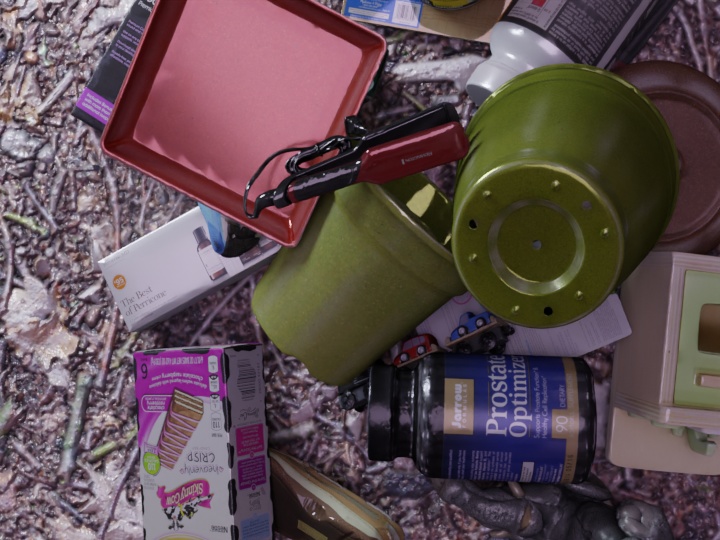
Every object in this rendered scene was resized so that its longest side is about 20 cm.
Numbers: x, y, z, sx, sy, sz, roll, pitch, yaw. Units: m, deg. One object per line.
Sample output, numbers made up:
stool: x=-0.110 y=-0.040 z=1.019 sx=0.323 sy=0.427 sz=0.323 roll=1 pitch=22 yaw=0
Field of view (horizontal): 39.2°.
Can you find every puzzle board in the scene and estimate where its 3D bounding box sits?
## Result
puzzle board: x=0.088 y=-0.314 z=1.022 sx=0.196 sy=0.017 sz=0.154 roll=11 pitch=92 yaw=9

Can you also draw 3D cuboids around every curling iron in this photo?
curling iron: x=0.258 y=-0.197 z=0.989 sx=0.049 sy=0.026 sz=0.202 roll=33 pitch=93 yaw=2

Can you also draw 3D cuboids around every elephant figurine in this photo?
elephant figurine: x=0.189 y=0.238 z=0.945 sx=0.141 sy=0.157 sz=0.199 roll=-39 pitch=41 yaw=-23

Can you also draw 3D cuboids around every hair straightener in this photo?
hair straightener: x=-0.009 y=-0.092 z=0.841 sx=0.197 sy=0.078 sz=0.041 roll=-22 pitch=127 yaw=10

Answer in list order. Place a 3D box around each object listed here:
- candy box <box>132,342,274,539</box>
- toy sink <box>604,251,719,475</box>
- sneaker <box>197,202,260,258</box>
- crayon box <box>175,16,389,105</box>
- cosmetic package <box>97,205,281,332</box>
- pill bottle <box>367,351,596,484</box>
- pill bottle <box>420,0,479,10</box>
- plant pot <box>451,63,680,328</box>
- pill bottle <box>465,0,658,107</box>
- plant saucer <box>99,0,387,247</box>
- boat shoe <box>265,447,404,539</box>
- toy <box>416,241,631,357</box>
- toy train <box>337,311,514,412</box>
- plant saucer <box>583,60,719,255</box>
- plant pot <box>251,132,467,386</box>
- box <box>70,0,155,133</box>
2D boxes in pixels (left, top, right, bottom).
candy box: x=-0.156 y=0.177 z=0.997 sx=0.134 sy=0.060 sz=0.205 roll=-6 pitch=88 yaw=38
toy sink: x=0.309 y=0.090 z=0.913 sx=0.128 sy=0.112 sz=0.204 roll=7 pitch=90 yaw=-9
sneaker: x=-0.150 y=-0.103 z=0.992 sx=0.089 sy=0.078 sz=0.204 roll=-25 pitch=69 yaw=27
crayon box: x=-0.076 y=-0.220 z=0.965 sx=0.197 sy=0.126 sz=0.052 roll=21 pitch=94 yaw=-7
cosmetic package: x=-0.163 y=-0.019 z=1.035 sx=0.198 sy=0.051 sz=0.084 roll=-29 pitch=84 yaw=6
pill bottle: x=0.106 y=0.131 z=0.909 sx=0.196 sy=0.112 sz=0.114 roll=1 pitch=89 yaw=3
pill bottle: x=0.077 y=-0.316 z=0.914 sx=0.110 sy=0.200 sz=0.115 roll=0 pitch=89 yaw=9
plant pot: x=0.154 y=-0.050 z=0.817 sx=0.196 sy=0.193 sz=0.204 roll=6 pitch=111 yaw=17
pill bottle: x=0.192 y=-0.227 z=0.945 sx=0.116 sy=0.116 sz=0.201 roll=36 pitch=88 yaw=8
plant saucer: x=-0.102 y=-0.154 z=0.886 sx=0.197 sy=0.037 sz=0.202 roll=26 pitch=102 yaw=0
boat shoe: x=-0.044 y=0.229 z=1.005 sx=0.198 sy=0.076 sz=0.073 roll=32 pitch=121 yaw=27
toy: x=0.154 y=0.046 z=0.981 sx=0.198 sy=0.047 sz=0.117 roll=-26 pitch=72 yaw=24
toy train: x=0.060 y=0.086 z=0.984 sx=0.198 sy=0.034 sz=0.047 roll=-26 pitch=63 yaw=25
plant saucer: x=0.282 y=-0.098 z=0.963 sx=0.196 sy=0.037 sz=0.205 roll=0 pitch=96 yaw=3
plant pot: x=0.000 y=0.000 z=0.953 sx=0.200 sy=0.200 sz=0.185 roll=44 pitch=106 yaw=7
box: x=-0.192 y=-0.212 z=1.051 sx=0.141 sy=0.036 sz=0.202 roll=30 pitch=91 yaw=7
